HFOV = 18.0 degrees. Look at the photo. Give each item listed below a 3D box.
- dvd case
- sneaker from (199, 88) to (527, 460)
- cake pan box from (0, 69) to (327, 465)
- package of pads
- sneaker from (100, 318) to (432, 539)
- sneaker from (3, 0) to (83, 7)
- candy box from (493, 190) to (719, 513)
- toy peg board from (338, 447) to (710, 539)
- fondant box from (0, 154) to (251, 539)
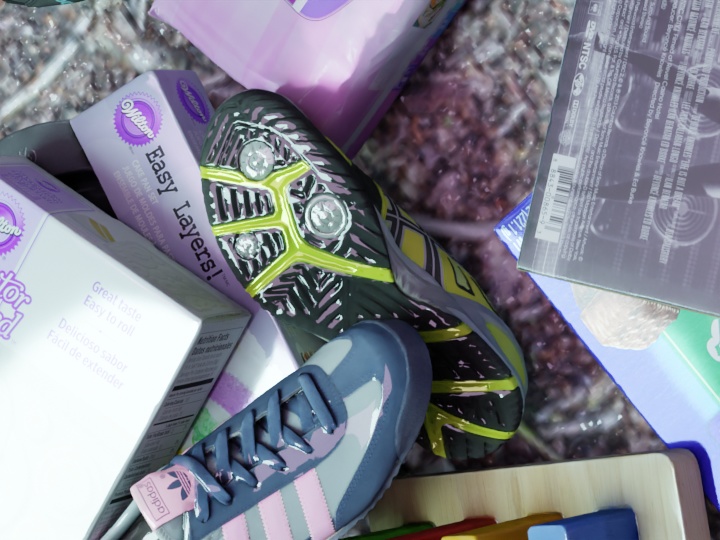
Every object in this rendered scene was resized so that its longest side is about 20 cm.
[{"bbox_3d":[0.174,-0.051,0.943,0.200,0.016,0.149,14,94,23],"label":"dvd case"},{"bbox_3d":[0.000,0.000,1.048,0.075,0.076,0.200,-36,96,19],"label":"sneaker"},{"bbox_3d":[-0.121,0.025,1.095,0.184,0.052,0.200,-28,82,18],"label":"cake pan box"},{"bbox_3d":[0.000,-0.164,1.068,0.120,0.076,0.200,40,108,14],"label":"package of pads"},{"bbox_3d":[-0.052,0.095,0.993,0.200,0.082,0.070,-50,51,17],"label":"sneaker"},{"bbox_3d":[-0.168,-0.230,1.144,0.079,0.075,0.201,-12,87,27],"label":"sneaker"},{"bbox_3d":[0.186,0.004,0.989,0.169,0.077,0.200,-43,76,19],"label":"candy box"},{"bbox_3d":[0.059,0.191,1.004,0.199,0.098,0.201,-11,87,49],"label":"toy peg board"},{"bbox_3d":[-0.162,0.067,1.056,0.144,0.058,0.200,34,103,17],"label":"fondant box"}]
